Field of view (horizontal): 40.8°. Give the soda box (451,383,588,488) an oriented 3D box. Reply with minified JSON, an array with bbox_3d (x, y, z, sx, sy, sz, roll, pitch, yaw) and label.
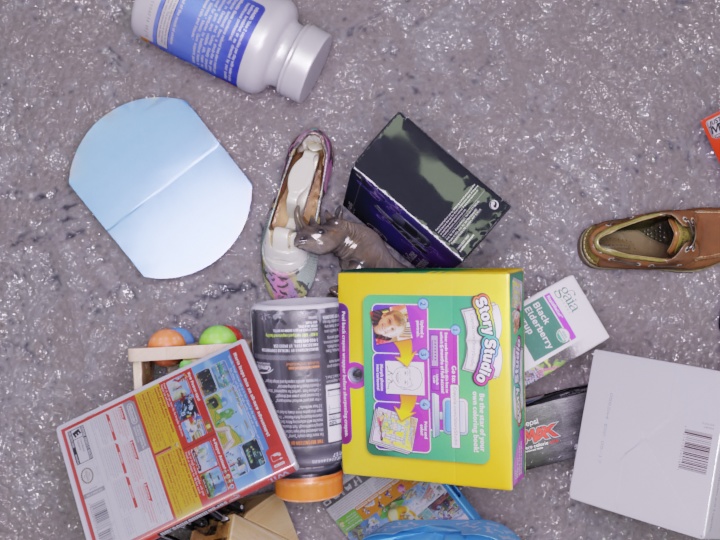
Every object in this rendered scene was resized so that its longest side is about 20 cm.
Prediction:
[{"bbox_3d":[0.185,0.178,1.060,0.199,0.063,0.071,-14,88,-1],"label":"soda box"}]

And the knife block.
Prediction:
[{"bbox_3d":[-0.137,0.309,0.991,0.064,0.175,0.201,-20,93,35],"label":"knife block"}]

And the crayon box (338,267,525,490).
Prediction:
[{"bbox_3d":[0.068,0.099,0.929,0.172,0.058,0.201,0,94,22],"label":"crayon box"}]

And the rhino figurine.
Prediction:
[{"bbox_3d":[0.000,0.000,1.051,0.200,0.060,0.088,44,75,-14],"label":"rhino figurine"}]

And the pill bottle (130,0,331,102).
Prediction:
[{"bbox_3d":[-0.137,-0.263,1.056,0.199,0.112,0.112,27,88,1],"label":"pill bottle"}]

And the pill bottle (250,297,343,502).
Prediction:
[{"bbox_3d":[-0.057,0.131,0.992,0.106,0.106,0.201,-2,93,0],"label":"pill bottle"}]

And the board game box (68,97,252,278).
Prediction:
[{"bbox_3d":[-0.220,-0.093,1.086,0.158,0.039,0.200,-39,93,-7],"label":"board game box"}]

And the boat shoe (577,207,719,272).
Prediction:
[{"bbox_3d":[0.345,-0.032,1.068,0.199,0.068,0.072,-10,85,-2],"label":"boat shoe"}]

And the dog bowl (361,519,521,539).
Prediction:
[{"bbox_3d":[0.086,0.313,1.009,0.199,0.050,0.112,-6,102,23],"label":"dog bowl"}]

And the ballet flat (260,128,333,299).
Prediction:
[{"bbox_3d":[-0.073,-0.061,1.066,0.069,0.071,0.201,12,88,7],"label":"ballet flat"}]

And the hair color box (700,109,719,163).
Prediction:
[{"bbox_3d":[0.467,-0.099,1.062,0.101,0.061,0.201,-24,87,-23],"label":"hair color box"}]

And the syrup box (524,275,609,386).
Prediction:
[{"bbox_3d":[0.155,0.088,1.025,0.199,0.081,0.079,-26,80,-18],"label":"syrup box"}]

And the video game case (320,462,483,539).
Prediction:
[{"bbox_3d":[0.027,0.241,1.049,0.143,0.018,0.200,-40,88,25],"label":"video game case"}]

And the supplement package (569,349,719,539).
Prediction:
[{"bbox_3d":[0.339,0.175,0.972,0.199,0.150,0.153,14,86,-41],"label":"supplement package"}]

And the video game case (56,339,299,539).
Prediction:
[{"bbox_3d":[-0.173,0.165,0.900,0.199,0.017,0.143,-25,59,-4],"label":"video game case"}]

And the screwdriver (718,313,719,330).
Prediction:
[{"bbox_3d":[0.406,0.109,1.086,0.028,0.029,0.201,11,91,0],"label":"screwdriver"}]

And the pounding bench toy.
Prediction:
[{"bbox_3d":[-0.171,0.136,0.993,0.124,0.200,0.157,-3,88,0],"label":"pounding bench toy"}]

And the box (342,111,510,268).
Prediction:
[{"bbox_3d":[0.060,-0.068,1.000,0.141,0.200,0.079,43,83,2],"label":"box"}]
